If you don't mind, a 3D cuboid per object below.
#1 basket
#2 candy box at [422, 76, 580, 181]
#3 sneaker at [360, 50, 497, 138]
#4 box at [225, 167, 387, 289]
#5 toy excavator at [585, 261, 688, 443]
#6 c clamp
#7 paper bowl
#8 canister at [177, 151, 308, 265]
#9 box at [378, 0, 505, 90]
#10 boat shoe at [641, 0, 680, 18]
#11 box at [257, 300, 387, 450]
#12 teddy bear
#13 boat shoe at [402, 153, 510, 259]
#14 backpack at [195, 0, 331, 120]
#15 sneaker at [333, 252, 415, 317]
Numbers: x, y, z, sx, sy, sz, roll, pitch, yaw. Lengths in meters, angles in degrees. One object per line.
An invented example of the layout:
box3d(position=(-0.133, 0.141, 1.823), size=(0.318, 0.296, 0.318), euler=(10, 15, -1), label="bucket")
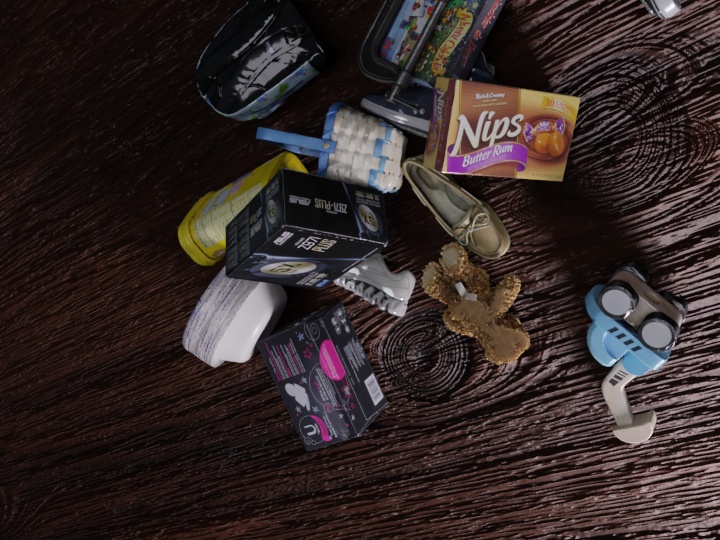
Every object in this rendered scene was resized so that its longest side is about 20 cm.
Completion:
box3d(position=(-0.038, -0.179, 0.960), size=(0.199, 0.176, 0.140), euler=(17, 99, 15), label="basket")
box3d(position=(0.188, -0.185, 0.850), size=(0.056, 0.199, 0.118), euler=(-142, 57, -59), label="candy box")
box3d(position=(0.102, -0.270, 0.933), size=(0.201, 0.077, 0.147), euler=(25, 100, 30), label="sneaker")
box3d(position=(-0.083, -0.051, 0.920), size=(0.200, 0.163, 0.087), euler=(-31, 57, 50), label="box")
box3d(position=(0.373, 0.120, 0.896), size=(0.194, 0.100, 0.201), euler=(42, 128, 13), label="toy excavator")
box3d(position=(0.072, -0.318, 0.859), size=(0.171, 0.027, 0.201), euler=(31, 100, 44), label="c clamp")
box3d(position=(-0.199, 0.073, 1.080), size=(0.104, 0.201, 0.201), euler=(32, 114, 3), label="paper bowl")
box3d(position=(-0.189, -0.104, 1.060), size=(0.199, 0.149, 0.087), euler=(-24, 118, 28), label="canister")
box3d(position=(0.117, -0.350, 0.869), size=(0.136, 0.038, 0.201), euler=(32, 99, 38), label="box")
box3d(position=(0.327, -0.392, 0.807), size=(0.071, 0.072, 0.201), euler=(-35, 76, 36), label="boat shoe")
box3d(position=(-0.062, 0.174, 1.077), size=(0.114, 0.132, 0.201), euler=(-22, 94, 29), label="box")
box3d(position=(0.179, 0.048, 0.976), size=(0.199, 0.067, 0.146), euler=(34, 118, 18), label="teddy bear")
box3d(position=(0.140, -0.094, 0.959), size=(0.073, 0.063, 0.201), euler=(-42, 83, 27), label="boat shoe")
box3d(position=(-0.163, -0.325, 1.013), size=(0.200, 0.154, 0.164), euler=(-38, 87, 5), label="backpack")
box3d(position=(0.000, 0.000, 1.051), size=(0.199, 0.075, 0.081), euler=(28, 93, 18), label="sneaker")
